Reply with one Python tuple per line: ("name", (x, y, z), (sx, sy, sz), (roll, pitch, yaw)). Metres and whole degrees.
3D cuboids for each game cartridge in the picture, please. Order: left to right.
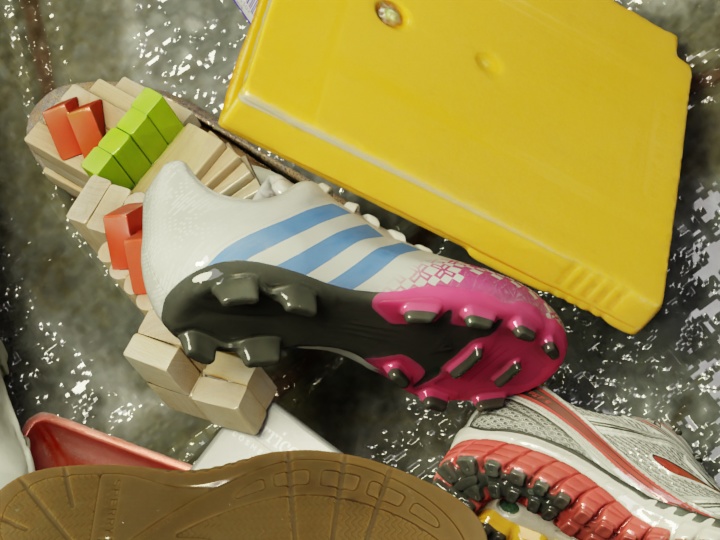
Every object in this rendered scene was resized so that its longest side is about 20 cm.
("game cartridge", (0.048, -0.080, 1.054), (0.200, 0.032, 0.176), (28, 44, -13))

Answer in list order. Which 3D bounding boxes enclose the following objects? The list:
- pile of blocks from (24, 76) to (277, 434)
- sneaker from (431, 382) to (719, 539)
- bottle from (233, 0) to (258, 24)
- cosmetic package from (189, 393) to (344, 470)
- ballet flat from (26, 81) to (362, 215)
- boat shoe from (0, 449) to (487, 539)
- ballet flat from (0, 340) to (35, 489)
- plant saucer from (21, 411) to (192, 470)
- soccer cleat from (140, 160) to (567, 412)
("pile of blocks", (-0.083, -0.023, 1.031), (0.082, 0.062, 0.200), (-32, 53, 2))
("sneaker", (0.134, 0.103, 1.034), (0.200, 0.078, 0.082), (27, 45, 2))
("bottle", (0.004, -0.106, 1.127), (0.084, 0.065, 0.200), (-47, 66, 30))
("cosmetic package", (-0.056, 0.162, 1.013), (0.107, 0.090, 0.200), (33, 84, 22))
("ballet flat", (-0.075, -0.045, 1.128), (0.200, 0.067, 0.068), (24, 79, 17))
("boat shoe", (-0.047, 0.115, 0.957), (0.200, 0.063, 0.073), (3, 45, 12))
("ballet flat", (-0.185, 0.052, 1.104), (0.069, 0.069, 0.200), (-30, 33, 0))
("plant saucer", (-0.093, 0.187, 1.076), (0.200, 0.037, 0.200), (19, 76, 16))
("soccer cleat", (0.000, 0.000, 0.991), (0.070, 0.200, 0.086), (-47, 46, 35))
